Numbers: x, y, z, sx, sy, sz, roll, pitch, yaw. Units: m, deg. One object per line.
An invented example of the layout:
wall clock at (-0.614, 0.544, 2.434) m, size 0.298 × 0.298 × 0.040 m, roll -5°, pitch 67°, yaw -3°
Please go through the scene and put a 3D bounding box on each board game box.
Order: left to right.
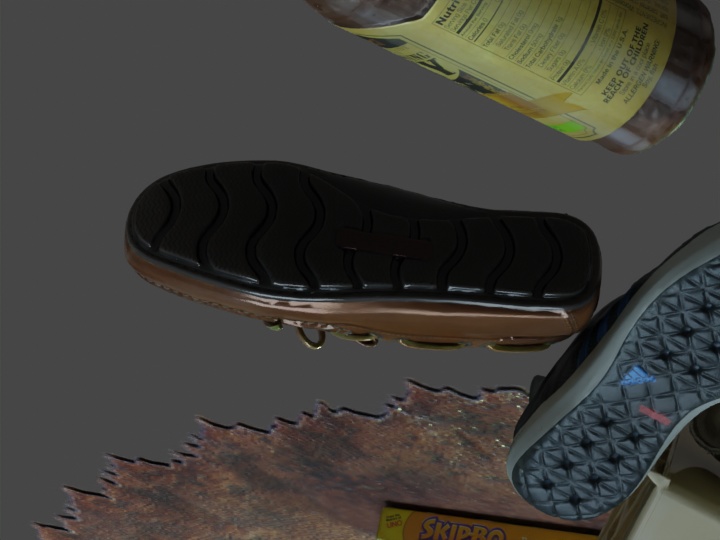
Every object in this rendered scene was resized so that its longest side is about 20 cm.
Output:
board game box at (0.113, 0.180, 1.563) m, size 0.200 × 0.030 × 0.096 m, roll 10°, pitch 160°, yaw 9°

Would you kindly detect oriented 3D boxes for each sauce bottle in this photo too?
sauce bottle at (0.023, -0.100, 0.837) m, size 0.200 × 0.065 × 0.065 m, roll 24°, pitch 155°, yaw -28°

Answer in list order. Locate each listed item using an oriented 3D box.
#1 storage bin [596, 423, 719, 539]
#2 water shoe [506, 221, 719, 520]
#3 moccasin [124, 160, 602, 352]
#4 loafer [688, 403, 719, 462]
storage bin at (0.207, 0.157, 1.203) m, size 0.200 × 0.094 × 0.199 m, roll 26°, pitch -169°, yaw 6°
water shoe at (0.130, 0.022, 1.092) m, size 0.071 × 0.079 × 0.200 m, roll 34°, pitch 123°, yaw -19°
moccasin at (0.000, -0.002, 1.099) m, size 0.201 × 0.074 × 0.078 m, roll 3°, pitch 152°, yaw -8°
loafer at (0.198, 0.041, 1.109) m, size 0.068 × 0.076 × 0.200 m, roll 30°, pitch 156°, yaw -19°
